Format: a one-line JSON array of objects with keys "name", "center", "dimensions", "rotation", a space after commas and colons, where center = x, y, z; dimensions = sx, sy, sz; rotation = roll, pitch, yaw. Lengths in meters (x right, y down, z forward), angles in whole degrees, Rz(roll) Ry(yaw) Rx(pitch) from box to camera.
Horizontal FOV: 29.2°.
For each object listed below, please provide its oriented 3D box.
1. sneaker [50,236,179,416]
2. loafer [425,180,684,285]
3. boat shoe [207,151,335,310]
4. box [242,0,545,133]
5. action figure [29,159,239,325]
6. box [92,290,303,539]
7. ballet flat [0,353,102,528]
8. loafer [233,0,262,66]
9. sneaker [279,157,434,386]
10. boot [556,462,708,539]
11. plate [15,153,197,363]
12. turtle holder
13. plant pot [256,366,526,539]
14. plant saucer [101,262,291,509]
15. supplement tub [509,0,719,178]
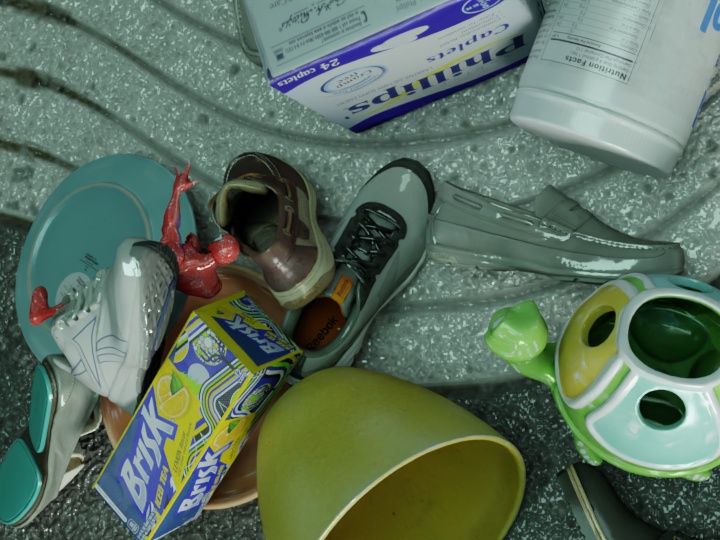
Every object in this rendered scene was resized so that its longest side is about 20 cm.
[{"name": "sneaker", "center": [-0.185, 0.040, 1.010], "dimensions": [0.087, 0.200, 0.075], "rotation": [20, 52, -3]}, {"name": "loafer", "center": [0.144, -0.029, 1.037], "dimensions": [0.199, 0.070, 0.070], "rotation": [8, 94, 19]}, {"name": "boat shoe", "center": [-0.078, -0.048, 1.067], "dimensions": [0.072, 0.072, 0.200], "rotation": [-39, 35, 11]}, {"name": "box", "center": [0.032, -0.197, 1.023], "dimensions": [0.183, 0.200, 0.105], "rotation": [-21, 80, 16]}, {"name": "action figure", "center": [-0.165, -0.012, 1.071], "dimensions": [0.199, 0.065, 0.099], "rotation": [-16, 51, 36]}, {"name": "box", "center": [-0.126, 0.115, 1.044], "dimensions": [0.070, 0.064, 0.200], "rotation": [44, 124, 18]}, {"name": "ballet flat", "center": [-0.253, 0.146, 1.152], "dimensions": [0.068, 0.063, 0.200], "rotation": [58, 137, 34]}, {"name": "loafer", "center": [-0.080, -0.269, 1.130], "dimensions": [0.070, 0.070, 0.201], "rotation": [-4, 84, 19]}, {"name": "sneaker", "center": [0.000, 0.000, 1.065], "dimensions": [0.074, 0.079, 0.201], "rotation": [29, 78, 6]}, {"name": "boot", "center": [0.245, 0.196, 0.987], "dimensions": [0.138, 0.077, 0.200], "rotation": [-36, 86, 7]}, {"name": "plate", "center": [-0.223, -0.006, 1.161], "dimensions": [0.199, 0.026, 0.201], "rotation": [-9, 72, 28]}, {"name": "turtle holder", "center": [0.195, 0.056, 0.957], "dimensions": [0.185, 0.132, 0.141], "rotation": [38, 76, 17]}, {"name": "plant pot", "center": [0.001, 0.155, 1.022], "dimensions": [0.200, 0.200, 0.142], "rotation": [-50, 51, 8]}, {"name": "plant saucer", "center": [-0.120, 0.094, 1.135], "dimensions": [0.199, 0.037, 0.201], "rotation": [-2, 83, 19]}, {"name": "supplement tub", "center": [0.201, -0.182, 1.000], "dimensions": [0.131, 0.132, 0.201], "rotation": [21, 93, 20]}]
